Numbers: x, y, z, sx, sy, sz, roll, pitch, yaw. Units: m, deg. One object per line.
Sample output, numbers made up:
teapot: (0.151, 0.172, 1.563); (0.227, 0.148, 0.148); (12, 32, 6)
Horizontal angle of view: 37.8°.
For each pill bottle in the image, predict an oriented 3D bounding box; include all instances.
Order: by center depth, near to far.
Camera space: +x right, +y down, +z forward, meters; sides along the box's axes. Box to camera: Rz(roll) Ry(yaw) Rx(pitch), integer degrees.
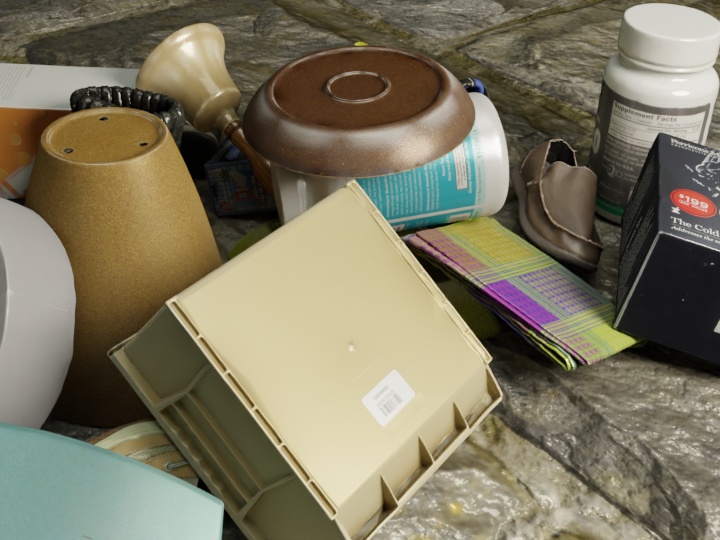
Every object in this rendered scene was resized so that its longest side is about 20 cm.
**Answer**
pill bottle: (0.023, -0.089, 0.925); (0.198, 0.112, 0.111); (-10, 36, -9)
pill bottle: (0.293, -0.154, 1.053); (0.112, 0.202, 0.114); (2, 34, -1)

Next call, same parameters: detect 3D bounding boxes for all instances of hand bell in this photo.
hand bell: (-0.114, -0.127, 0.994); (0.104, 0.104, 0.200); (-28, 70, -37)

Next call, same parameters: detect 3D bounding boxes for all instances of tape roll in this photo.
tape roll: (-0.293, 0.041, 0.731); (0.199, 0.202, 0.066); (26, 2, 30)

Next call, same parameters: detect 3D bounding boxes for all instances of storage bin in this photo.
storage bin: (-0.028, 0.070, 0.731); (0.199, 0.094, 0.200); (52, 47, 2)

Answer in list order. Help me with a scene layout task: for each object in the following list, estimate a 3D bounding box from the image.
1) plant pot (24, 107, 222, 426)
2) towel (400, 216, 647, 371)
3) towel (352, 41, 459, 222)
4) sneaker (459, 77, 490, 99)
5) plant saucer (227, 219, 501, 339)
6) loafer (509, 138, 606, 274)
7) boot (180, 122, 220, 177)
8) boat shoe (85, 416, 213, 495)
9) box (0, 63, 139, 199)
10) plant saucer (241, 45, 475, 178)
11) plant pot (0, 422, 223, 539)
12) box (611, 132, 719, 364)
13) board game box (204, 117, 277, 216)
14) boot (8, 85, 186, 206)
plant pot: (-0.191, -0.016, 0.819); (0.184, 0.202, 0.187); (1, 34, -1)
towel: (0.141, 0.015, 0.899); (0.200, 0.023, 0.143); (38, 28, 27)
towel: (0.059, -0.136, 1.032); (0.018, 0.201, 0.086); (-32, -3, 14)
sneaker: (0.093, -0.163, 1.126); (0.080, 0.116, 0.200); (-12, 37, -22)
plant saucer: (0.000, 0.000, 0.943); (0.198, 0.048, 0.200); (-11, 37, -19)
loafer: (0.194, -0.072, 1.021); (0.073, 0.071, 0.201); (23, 28, -22)
boot: (-0.242, -0.174, 1.154); (0.198, 0.074, 0.151); (8, 36, 0)
boat shoe: (-0.129, 0.142, 0.715); (0.199, 0.072, 0.076); (-22, 57, -30)
box: (-0.317, -0.126, 1.032); (0.198, 0.125, 0.098); (1, 35, -3)
plant saucer: (-0.002, -0.142, 0.881); (0.198, 0.032, 0.201); (-1, 37, 1)
plant pot: (-0.180, 0.176, 0.576); (0.198, 0.142, 0.142); (9, 53, -11)
box: (0.330, -0.009, 0.903); (0.198, 0.105, 0.183); (18, 35, 3)
board game box: (-0.030, -0.129, 1.085); (0.198, 0.062, 0.201); (3, 34, 17)
boot: (-0.260, -0.087, 0.950); (0.209, 0.159, 0.080); (-2, 34, -7)
